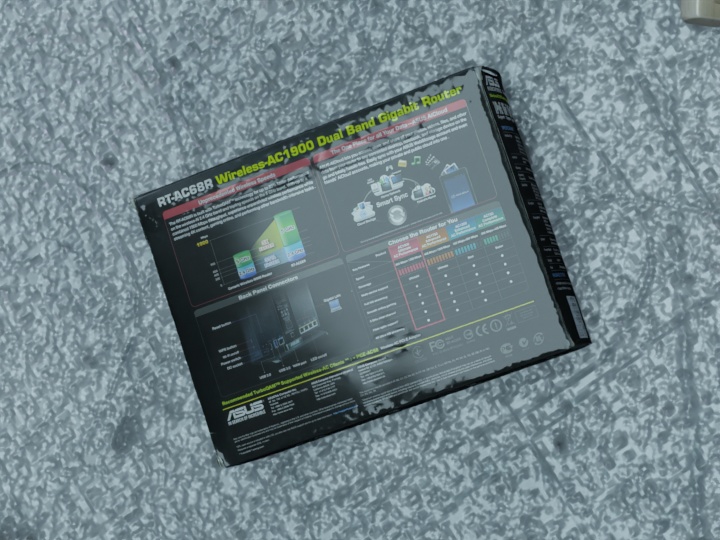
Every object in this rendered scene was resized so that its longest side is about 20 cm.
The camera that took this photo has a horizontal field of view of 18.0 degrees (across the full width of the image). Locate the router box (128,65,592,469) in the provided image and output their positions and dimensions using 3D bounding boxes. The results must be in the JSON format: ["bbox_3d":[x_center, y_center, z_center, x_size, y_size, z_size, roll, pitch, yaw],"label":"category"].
[{"bbox_3d":[0.000,0.000,1.165,0.200,0.062,0.150,-20,85,15],"label":"router box"}]

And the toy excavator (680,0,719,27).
[{"bbox_3d":[0.270,-0.139,1.064,0.200,0.194,0.100,3,91,-12],"label":"toy excavator"}]
